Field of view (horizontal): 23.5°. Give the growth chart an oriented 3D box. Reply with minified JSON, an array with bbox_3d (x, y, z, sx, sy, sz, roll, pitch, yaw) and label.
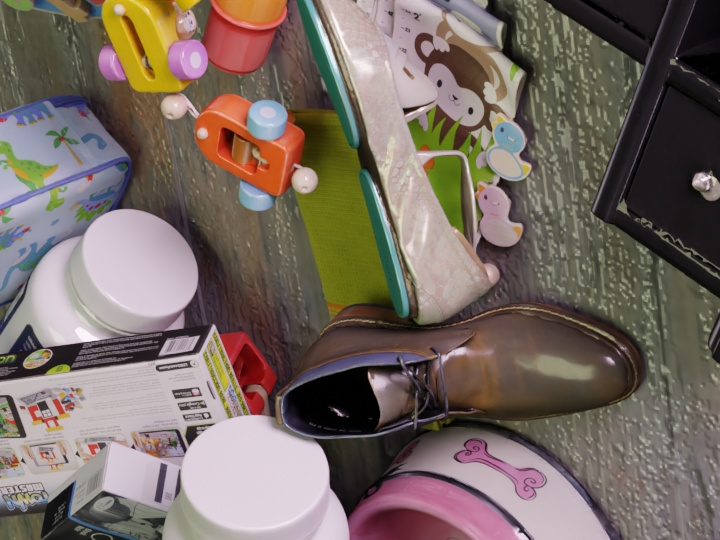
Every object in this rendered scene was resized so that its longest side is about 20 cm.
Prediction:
[{"bbox_3d":[0.038,-0.098,0.967,0.144,0.018,0.201,27,128,35],"label":"growth chart"}]

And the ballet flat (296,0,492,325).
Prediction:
[{"bbox_3d":[0.022,-0.070,0.945,0.067,0.062,0.201,-136,27,-76],"label":"ballet flat"}]

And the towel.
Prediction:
[{"bbox_3d":[0.000,0.000,1.037,0.086,0.018,0.201,6,118,45],"label":"towel"}]

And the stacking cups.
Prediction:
[{"bbox_3d":[-0.051,-0.200,0.979,0.061,0.060,0.200,45,137,19],"label":"stacking cups"}]

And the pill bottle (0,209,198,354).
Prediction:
[{"bbox_3d":[-0.187,0.045,1.190,0.111,0.111,0.200,54,137,10],"label":"pill bottle"}]

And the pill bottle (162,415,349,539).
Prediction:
[{"bbox_3d":[-0.061,0.181,1.016,0.108,0.109,0.201,33,142,29],"label":"pill bottle"}]

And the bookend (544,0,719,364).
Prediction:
[{"bbox_3d":[0.147,-0.102,0.801,0.200,0.092,0.200,39,132,26],"label":"bookend"}]

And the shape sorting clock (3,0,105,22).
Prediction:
[{"bbox_3d":[-0.190,-0.198,1.035,0.199,0.199,0.040,-10,68,47],"label":"shape sorting clock"}]

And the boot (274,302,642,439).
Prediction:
[{"bbox_3d":[0.050,0.067,0.957,0.199,0.097,0.075,0,113,30],"label":"boot"}]

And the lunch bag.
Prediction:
[{"bbox_3d":[-0.261,-0.029,1.161,0.083,0.199,0.161,50,137,15],"label":"lunch bag"}]

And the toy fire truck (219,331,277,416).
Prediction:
[{"bbox_3d":[-0.104,0.145,1.187,0.140,0.049,0.201,-11,118,21],"label":"toy fire truck"}]

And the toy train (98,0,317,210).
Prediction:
[{"bbox_3d":[-0.074,-0.136,0.968,0.150,0.056,0.201,25,137,18],"label":"toy train"}]

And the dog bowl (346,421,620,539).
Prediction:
[{"bbox_3d":[0.067,0.197,1.041,0.199,0.074,0.201,21,122,36],"label":"dog bowl"}]

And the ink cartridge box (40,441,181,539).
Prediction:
[{"bbox_3d":[-0.096,0.173,1.121,0.099,0.199,0.039,-41,36,46],"label":"ink cartridge box"}]

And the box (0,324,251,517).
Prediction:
[{"bbox_3d":[-0.171,0.100,1.124,0.199,0.035,0.111,-8,120,20],"label":"box"}]
